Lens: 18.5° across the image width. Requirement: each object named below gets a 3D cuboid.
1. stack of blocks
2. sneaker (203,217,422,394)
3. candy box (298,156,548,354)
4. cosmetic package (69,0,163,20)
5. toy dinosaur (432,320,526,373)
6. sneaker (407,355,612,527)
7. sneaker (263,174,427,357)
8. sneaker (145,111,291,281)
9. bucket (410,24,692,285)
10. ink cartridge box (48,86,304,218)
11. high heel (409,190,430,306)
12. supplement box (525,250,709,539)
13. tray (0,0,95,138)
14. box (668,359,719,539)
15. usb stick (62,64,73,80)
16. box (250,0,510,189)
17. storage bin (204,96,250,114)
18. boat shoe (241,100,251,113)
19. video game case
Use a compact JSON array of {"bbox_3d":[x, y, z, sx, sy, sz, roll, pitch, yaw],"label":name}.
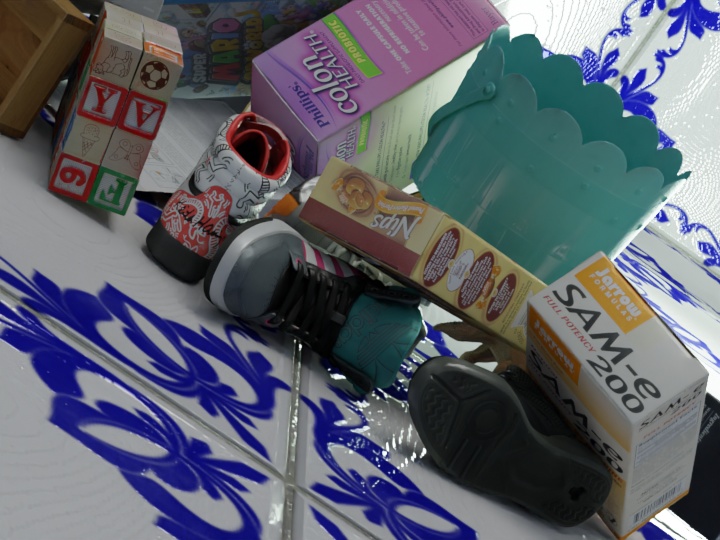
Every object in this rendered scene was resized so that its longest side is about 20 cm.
[{"bbox_3d":[-0.177,-0.129,1.591,0.058,0.116,0.200,19,15,-13],"label":"stack of blocks"},{"bbox_3d":[-0.021,0.031,1.539,0.120,0.084,0.200,30,6,25],"label":"sneaker"},{"bbox_3d":[0.057,-0.007,1.610,0.115,0.056,0.200,28,-3,37],"label":"candy box"},{"bbox_3d":[-0.214,-0.255,1.685,0.090,0.108,0.199,20,-3,-36],"label":"cosmetic package"},{"bbox_3d":[0.156,0.065,1.778,0.199,0.136,0.086,33,11,-9],"label":"toy dinosaur"},{"bbox_3d":[0.087,0.105,1.570,0.199,0.076,0.114,31,9,-40],"label":"sneaker"},{"bbox_3d":[0.000,0.000,1.689,0.092,0.076,0.200,55,8,35],"label":"sneaker"},{"bbox_3d":[-0.087,-0.066,1.597,0.067,0.108,0.201,39,18,-3],"label":"sneaker"},{"bbox_3d":[0.147,-0.085,1.773,0.206,0.135,0.208,33,18,-13],"label":"bucket"},{"bbox_3d":[-0.151,-0.085,1.765,0.199,0.057,0.163,-3,36,-40],"label":"ink cartridge box"},{"bbox_3d":[0.024,-0.076,1.950,0.199,0.143,0.071,33,11,-16],"label":"high heel"},{"bbox_3d":[0.184,0.096,1.622,0.126,0.073,0.201,50,-17,27],"label":"supplement box"},{"bbox_3d":[-0.283,-0.193,1.612,0.200,0.099,0.037,43,14,34],"label":"tray"},{"bbox_3d":[0.271,0.132,1.940,0.200,0.105,0.148,38,11,11],"label":"box"},{"bbox_3d":[-0.252,-0.167,1.752,0.055,0.033,0.200,8,8,7],"label":"usb stick"},{"bbox_3d":[0.012,-0.144,1.855,0.097,0.199,0.176,50,-20,20],"label":"box"},{"bbox_3d":[-0.142,-0.222,2.117,0.134,0.146,0.200,42,8,-22],"label":"storage bin"},{"bbox_3d":[-0.058,-0.120,2.071,0.069,0.074,0.200,33,8,18],"label":"boat shoe"},{"bbox_3d":[-0.112,-0.189,1.832,0.198,0.143,0.018,-4,62,-17],"label":"video game case"}]
